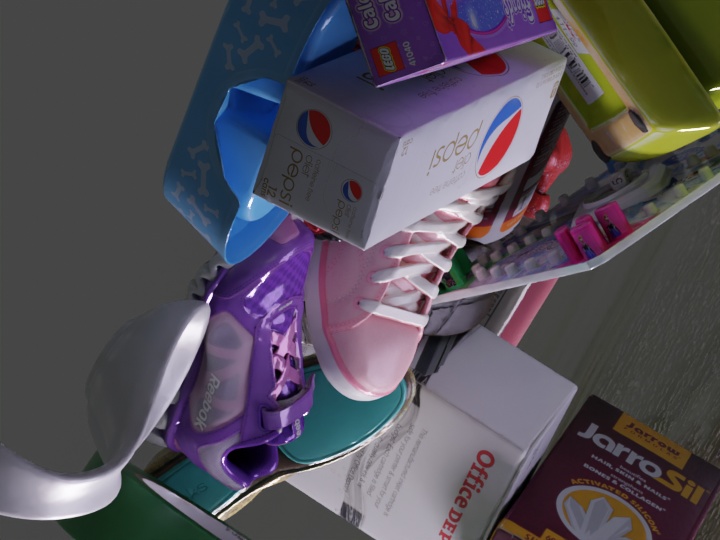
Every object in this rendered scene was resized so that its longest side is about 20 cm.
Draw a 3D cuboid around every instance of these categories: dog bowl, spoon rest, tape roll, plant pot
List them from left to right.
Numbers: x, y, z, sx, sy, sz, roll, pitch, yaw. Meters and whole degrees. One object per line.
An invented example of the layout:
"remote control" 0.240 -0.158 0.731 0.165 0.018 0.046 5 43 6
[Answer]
"spoon rest" -0.130 0.079 1.375 0.200 0.061 0.100 -39 159 -56
"tape roll" -0.079 0.176 1.492 0.048 0.200 0.200 -57 169 -4
"dog bowl" -0.042 -0.096 1.311 0.111 0.050 0.200 -44 161 -52
"plant pot" 0.174 -0.172 1.416 0.181 0.200 0.199 -36 -179 -7

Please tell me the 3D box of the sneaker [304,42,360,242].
"sneaker" 0.015 -0.104 1.460 0.096 0.079 0.200 -45 163 -56

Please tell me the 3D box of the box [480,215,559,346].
"box" 0.042 0.030 1.811 0.200 0.128 0.109 -59 169 6

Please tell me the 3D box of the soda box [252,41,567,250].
"soda box" 0.028 -0.074 1.313 0.200 0.068 0.064 -30 143 -58

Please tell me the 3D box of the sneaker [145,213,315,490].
"sneaker" -0.058 0.051 1.491 0.080 0.088 0.200 -27 152 -41

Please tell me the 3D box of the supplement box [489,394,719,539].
"supplement box" 0.151 0.178 1.699 0.086 0.110 0.200 -65 170 30

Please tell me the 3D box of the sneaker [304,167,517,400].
"sneaker" 0.031 -0.026 1.509 0.075 0.105 0.201 16 77 -40

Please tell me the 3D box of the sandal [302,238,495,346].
"sandal" 0.000 0.000 1.598 0.200 0.055 0.082 -1 111 -40

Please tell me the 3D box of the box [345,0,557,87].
"box" 0.031 -0.165 1.241 0.039 0.137 0.200 -18 -178 20

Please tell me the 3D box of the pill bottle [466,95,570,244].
"pill bottle" 0.079 -0.118 1.614 0.110 0.109 0.200 -46 164 -45

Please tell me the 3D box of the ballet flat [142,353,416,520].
"ballet flat" -0.054 0.098 1.611 0.200 0.071 0.071 -32 175 14

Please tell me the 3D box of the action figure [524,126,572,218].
"action figure" 0.096 -0.135 1.732 0.065 0.099 0.201 -17 108 -71

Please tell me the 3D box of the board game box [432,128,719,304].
"board game box" 0.150 -0.049 1.545 0.200 0.026 0.200 -33 -171 -27

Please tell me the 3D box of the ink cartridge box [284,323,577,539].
"ink cartridge box" 0.019 0.089 1.684 0.084 0.200 0.145 -46 165 -46
